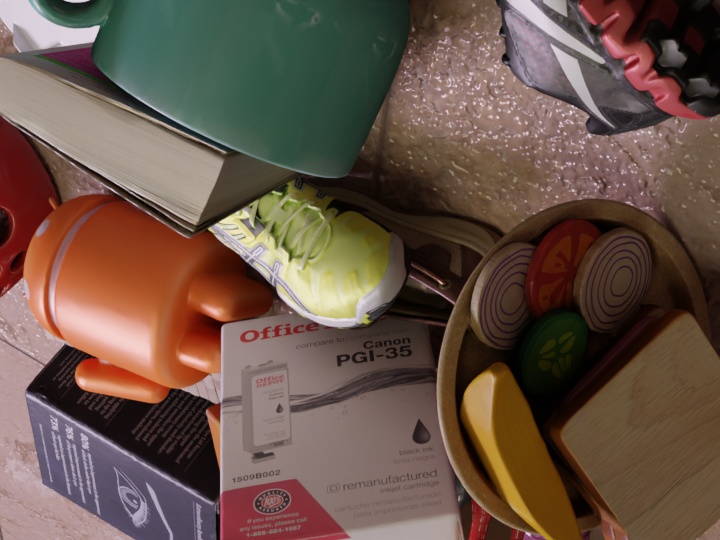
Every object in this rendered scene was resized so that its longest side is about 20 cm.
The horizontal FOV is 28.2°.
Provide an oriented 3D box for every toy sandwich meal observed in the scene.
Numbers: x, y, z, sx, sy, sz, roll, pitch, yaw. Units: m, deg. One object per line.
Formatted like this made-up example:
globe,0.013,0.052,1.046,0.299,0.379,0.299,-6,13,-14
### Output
toy sandwich meal,0.132,0.063,0.769,0.206,0.205,0.070,56,162,-24

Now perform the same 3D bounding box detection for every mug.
mug,-0.060,-0.136,0.736,0.152,0.184,0.115,37,107,38

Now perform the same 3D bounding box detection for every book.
book,-0.106,-0.088,0.802,0.133,0.200,0.048,29,108,8

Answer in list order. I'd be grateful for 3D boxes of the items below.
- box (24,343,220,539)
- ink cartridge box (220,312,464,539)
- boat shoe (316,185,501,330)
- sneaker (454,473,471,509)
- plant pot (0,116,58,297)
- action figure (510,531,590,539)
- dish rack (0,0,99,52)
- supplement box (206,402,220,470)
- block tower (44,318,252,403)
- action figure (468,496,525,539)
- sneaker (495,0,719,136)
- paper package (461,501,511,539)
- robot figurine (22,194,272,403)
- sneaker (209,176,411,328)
box,-0.172,0.153,1.218,0.198,0.105,0.149,27,143,15
ink cartridge box,-0.016,0.116,0.915,0.144,0.201,0.084,-9,130,1
boat shoe,0.000,0.000,0.920,0.198,0.072,0.073,13,138,32
sneaker,0.023,0.134,1.027,0.085,0.074,0.199,54,156,-11
plant pot,-0.363,-0.033,1.121,0.198,0.183,0.202,22,143,18
action figure,0.120,0.160,0.937,0.148,0.134,0.202,24,140,21
dish rack,-0.196,-0.206,0.895,0.199,0.044,0.172,-11,121,47
supplement box,-0.036,0.152,1.021,0.200,0.066,0.070,35,142,50
block tower,-0.166,0.047,1.139,0.198,0.054,0.058,19,141,25
action figure,0.103,0.079,0.832,0.065,0.203,0.051,16,169,-34
sneaker,0.090,-0.141,0.682,0.201,0.071,0.098,47,142,-14
paper package,0.100,0.293,1.096,0.189,0.103,0.202,22,129,20
robot figurine,-0.163,0.015,1.045,0.198,0.117,0.145,21,141,25
sneaker,-0.052,-0.026,0.887,0.199,0.076,0.076,27,174,41
